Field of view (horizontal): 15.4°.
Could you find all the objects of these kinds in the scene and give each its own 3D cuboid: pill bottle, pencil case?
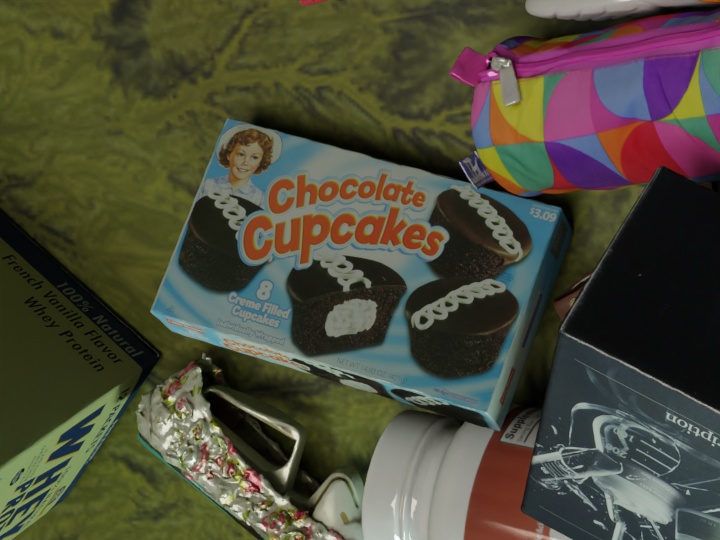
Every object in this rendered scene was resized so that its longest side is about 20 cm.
[{"bbox_3d":[0.107,0.132,1.389,0.199,0.112,0.113,10,113,24],"label":"pill bottle"},{"bbox_3d":[0.137,-0.081,1.276,0.199,0.088,0.089,-4,108,46],"label":"pencil case"}]

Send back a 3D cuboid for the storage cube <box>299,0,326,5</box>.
[{"bbox_3d":[0.060,-0.240,1.235,0.179,0.171,0.201,-10,104,29],"label":"storage cube"}]

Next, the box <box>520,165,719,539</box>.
[{"bbox_3d":[0.190,0.079,1.225,0.199,0.104,0.183,27,152,13],"label":"box"}]

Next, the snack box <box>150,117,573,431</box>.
[{"bbox_3d":[0.000,0.000,1.401,0.199,0.037,0.117,16,76,22],"label":"snack box"}]

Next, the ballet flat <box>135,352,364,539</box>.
[{"bbox_3d":[-0.040,0.122,1.490,0.200,0.076,0.064,38,106,6],"label":"ballet flat"}]

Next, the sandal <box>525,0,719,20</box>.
[{"bbox_3d":[0.172,-0.156,1.262,0.205,0.079,0.060,-4,93,25],"label":"sandal"}]

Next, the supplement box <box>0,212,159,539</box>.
[{"bbox_3d":[-0.262,0.064,1.503,0.200,0.200,0.135,41,122,8],"label":"supplement box"}]

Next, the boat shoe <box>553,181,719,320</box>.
[{"bbox_3d":[0.166,-0.027,1.323,0.072,0.072,0.200,43,129,5],"label":"boat shoe"}]
